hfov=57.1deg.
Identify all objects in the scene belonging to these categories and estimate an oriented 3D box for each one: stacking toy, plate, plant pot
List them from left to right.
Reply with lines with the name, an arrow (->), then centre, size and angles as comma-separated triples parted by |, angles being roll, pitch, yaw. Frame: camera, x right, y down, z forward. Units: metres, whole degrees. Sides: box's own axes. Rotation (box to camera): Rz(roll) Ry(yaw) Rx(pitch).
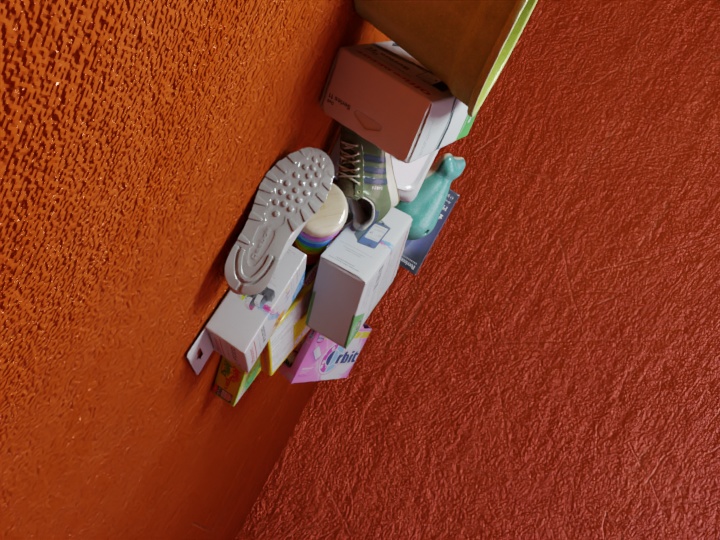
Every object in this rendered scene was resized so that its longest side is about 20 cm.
stacking toy -> -0.076, -0.060, 1.025 | 0.087, 0.084, 0.200 | -57, 180, -23
plate -> 0.061, -0.212, 1.054 | 0.195, 0.032, 0.204 | 12, 114, -37
plant pot -> 0.098, -0.311, 0.748 | 0.204, 0.181, 0.201 | -60, 175, -9

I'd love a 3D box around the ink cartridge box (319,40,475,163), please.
ink cartridge box -> 0.061, -0.227, 0.862 | 0.199, 0.145, 0.085 | -35, 154, -54

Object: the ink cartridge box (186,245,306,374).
ink cartridge box -> -0.153, 0.064, 0.921 | 0.203, 0.067, 0.116 | -59, 174, -21

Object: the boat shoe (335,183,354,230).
boat shoe -> -0.042, -0.110, 1.127 | 0.069, 0.065, 0.200 | -24, 178, -3

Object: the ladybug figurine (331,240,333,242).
ladybug figurine -> -0.078, 0.020, 1.384 | 0.201, 0.071, 0.138 | -55, 173, -47

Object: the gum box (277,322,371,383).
gum box -> -0.074, 0.141, 1.245 | 0.198, 0.066, 0.116 | 8, 114, -59

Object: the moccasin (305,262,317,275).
moccasin -> -0.108, 0.025, 1.150 | 0.202, 0.067, 0.081 | -57, 174, -36

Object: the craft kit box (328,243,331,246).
craft kit box -> -0.040, 0.047, 1.316 | 0.198, 0.048, 0.202 | 0, 121, -56

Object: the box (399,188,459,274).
box -> 0.090, -0.130, 1.480 | 0.202, 0.196, 0.123 | -60, 179, 7

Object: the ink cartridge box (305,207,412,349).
ink cartridge box -> 0.000, 0.000, 1.075 | 0.200, 0.086, 0.148 | -49, 161, -47

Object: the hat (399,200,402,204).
hat -> 0.096, -0.166, 1.155 | 0.168, 0.170, 0.204 | -66, 151, -45

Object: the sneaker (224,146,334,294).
sneaker -> -0.103, -0.062, 0.809 | 0.202, 0.076, 0.080 | -55, -175, -10

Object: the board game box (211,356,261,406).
board game box -> -0.175, 0.125, 1.138 | 0.201, 0.047, 0.103 | -55, 172, -49

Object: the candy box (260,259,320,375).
candy box -> -0.097, 0.067, 1.073 | 0.201, 0.026, 0.104 | -50, 153, -39

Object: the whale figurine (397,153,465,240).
whale figurine -> 0.130, -0.139, 1.297 | 0.199, 0.106, 0.157 | -41, 157, 27

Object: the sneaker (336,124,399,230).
sneaker -> -0.001, -0.146, 0.977 | 0.090, 0.066, 0.203 | -45, 138, -24
